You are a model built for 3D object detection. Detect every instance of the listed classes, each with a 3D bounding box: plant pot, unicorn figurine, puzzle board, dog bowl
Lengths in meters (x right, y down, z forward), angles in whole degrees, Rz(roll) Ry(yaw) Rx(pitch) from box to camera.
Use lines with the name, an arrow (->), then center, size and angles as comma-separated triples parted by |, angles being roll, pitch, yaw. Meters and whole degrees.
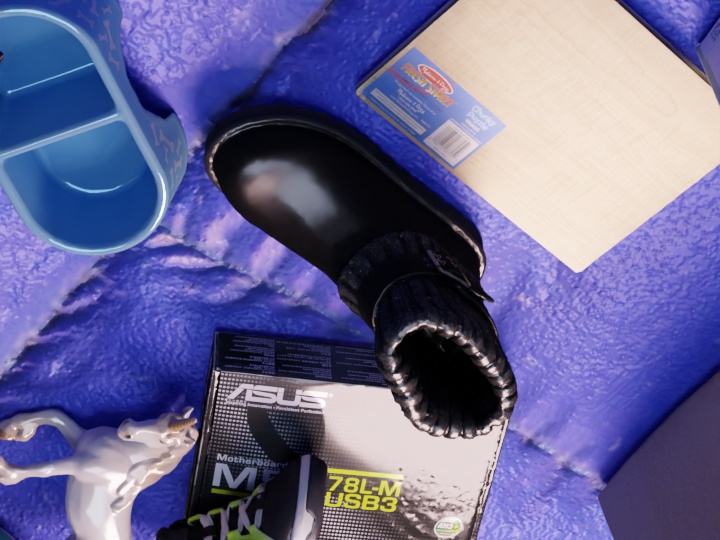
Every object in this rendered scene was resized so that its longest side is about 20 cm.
plant pot -> 0.298, 0.158, 1.393 | 0.200, 0.200, 0.177 | 19, 113, -16
unicorn figurine -> -0.179, 0.146, 1.417 | 0.137, 0.074, 0.200 | 7, 124, -1
puzzle board -> 0.118, -0.099, 1.286 | 0.200, 0.017, 0.151 | 37, 119, -26
dog bowl -> -0.175, -0.091, 1.257 | 0.111, 0.050, 0.200 | -18, 127, 11

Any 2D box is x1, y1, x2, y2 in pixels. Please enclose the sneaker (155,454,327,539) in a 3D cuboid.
sneaker -> -0.093, 0.189, 1.407 | 0.083, 0.072, 0.200 | 25, 124, -16

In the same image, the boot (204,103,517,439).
boot -> 0.002, -0.001, 1.265 | 0.211, 0.158, 0.079 | 27, 122, -22

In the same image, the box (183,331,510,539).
box -> -0.013, 0.135, 1.440 | 0.200, 0.048, 0.193 | 7, 130, -8

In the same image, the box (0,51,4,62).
box -> -0.340, -0.093, 1.174 | 0.198, 0.123, 0.200 | 40, 118, -7

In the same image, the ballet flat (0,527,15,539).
ballet flat -> -0.298, 0.188, 1.465 | 0.200, 0.069, 0.069 | 38, 117, -22

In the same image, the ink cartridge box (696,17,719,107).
ink cartridge box -> 0.276, -0.063, 1.204 | 0.145, 0.200, 0.048 | 25, 120, -21
